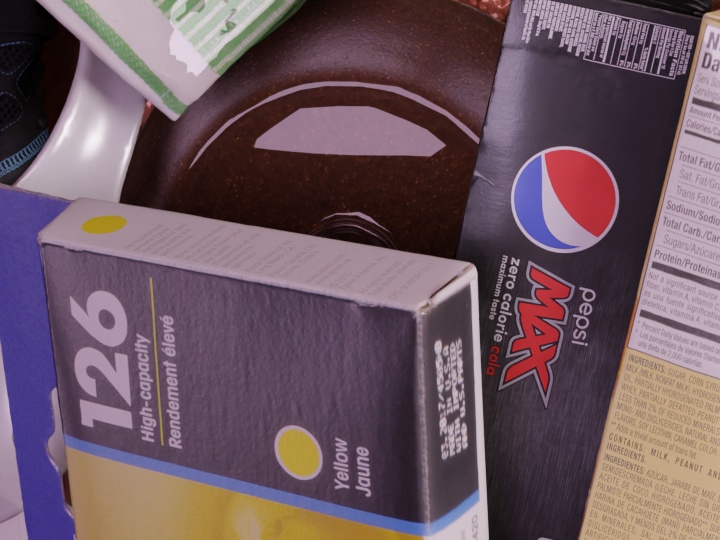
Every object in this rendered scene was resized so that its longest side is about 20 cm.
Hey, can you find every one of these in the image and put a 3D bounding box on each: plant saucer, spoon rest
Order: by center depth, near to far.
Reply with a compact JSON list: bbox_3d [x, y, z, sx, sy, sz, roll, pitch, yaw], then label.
[{"bbox_3d":[-0.124,-0.002,0.831,0.061,0.099,0.201,17,84,65],"label":"spoon rest"},{"bbox_3d":[0.000,0.000,0.835,0.200,0.037,0.201,3,100,15],"label":"plant saucer"}]

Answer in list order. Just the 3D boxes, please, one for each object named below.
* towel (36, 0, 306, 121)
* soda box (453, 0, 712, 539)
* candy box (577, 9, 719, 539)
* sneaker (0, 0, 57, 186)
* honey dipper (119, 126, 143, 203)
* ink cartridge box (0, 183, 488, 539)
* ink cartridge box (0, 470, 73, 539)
[{"bbox_3d":[-0.043,-0.161,0.754,0.152,0.023,0.200,41,107,-19],"label":"towel"},{"bbox_3d":[0.061,0.004,0.760,0.063,0.071,0.201,14,105,5],"label":"soda box"},{"bbox_3d":[0.127,0.016,0.746,0.055,0.115,0.201,18,108,22],"label":"candy box"},{"bbox_3d":[-0.149,-0.075,0.886,0.073,0.082,0.200,10,69,61],"label":"sneaker"},{"bbox_3d":[-0.044,0.037,0.888,0.038,0.038,0.200,-36,83,29],"label":"honey dipper"},{"bbox_3d":[-0.050,0.080,0.763,0.199,0.047,0.198,9,115,31],"label":"ink cartridge box"},{"bbox_3d":[-0.164,0.064,0.939,0.199,0.067,0.117,1,100,29],"label":"ink cartridge box"}]
